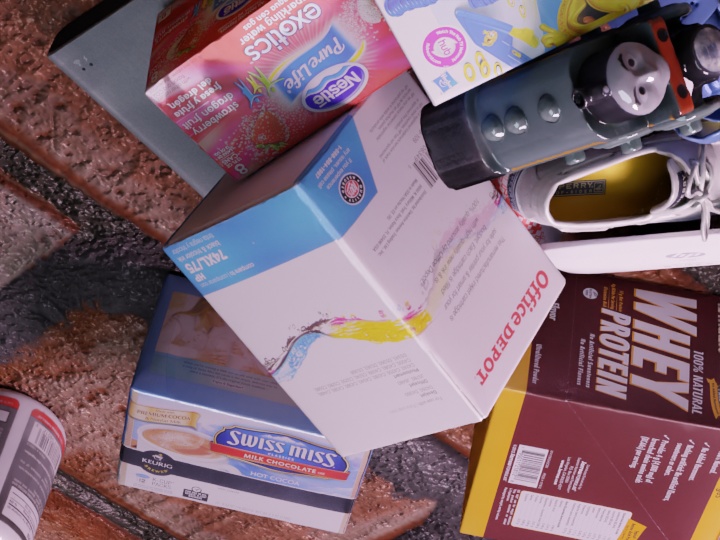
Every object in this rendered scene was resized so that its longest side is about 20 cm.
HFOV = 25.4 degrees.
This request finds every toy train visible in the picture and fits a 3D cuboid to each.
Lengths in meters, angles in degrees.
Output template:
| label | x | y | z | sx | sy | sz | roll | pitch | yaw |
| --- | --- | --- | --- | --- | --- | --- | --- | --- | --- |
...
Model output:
| label | x | y | z | sx | sy | sz | roll | pitch | yaw |
| --- | --- | --- | --- | --- | --- | --- | --- | --- | --- |
| toy train | 0.126 | -0.101 | 0.960 | 0.200 | 0.114 | 0.085 | -12 | 100 | 57 |

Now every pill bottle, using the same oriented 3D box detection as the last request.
| label | x | y | z | sx | sy | sz | roll | pitch | yaw |
| --- | --- | --- | --- | --- | --- | --- | --- | --- | --- |
| pill bottle | -0.347 | 0.214 | 1.442 | 0.116 | 0.200 | 0.116 | 7 | 137 | 6 |

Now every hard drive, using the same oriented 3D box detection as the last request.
| label | x | y | z | sx | sy | sz | roll | pitch | yaw |
| --- | --- | --- | --- | --- | --- | --- | --- | --- | --- |
| hard drive | -0.104 | -0.126 | 1.147 | 0.140 | 0.033 | 0.200 | -26 | 126 | 33 |

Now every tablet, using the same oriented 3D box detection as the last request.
| label | x | y | z | sx | sy | sz | roll | pitch | yaw |
| --- | --- | --- | --- | --- | --- | --- | --- | --- | --- |
| tablet | 0.236 | -0.014 | 1.149 | 0.200 | 0.014 | 0.130 | -5 | 172 | 18 |

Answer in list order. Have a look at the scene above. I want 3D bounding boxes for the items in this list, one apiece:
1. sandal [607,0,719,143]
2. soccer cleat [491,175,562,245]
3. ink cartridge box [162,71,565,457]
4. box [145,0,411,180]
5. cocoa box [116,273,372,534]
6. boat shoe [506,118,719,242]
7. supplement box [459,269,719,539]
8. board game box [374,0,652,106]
| label | x | y | z | sx | sy | sz | roll | pitch | yaw |
| --- | --- | --- | --- | --- | --- | --- | --- | --- | --- |
| sandal | 0.196 | -0.154 | 1.010 | 0.079 | 0.087 | 0.200 | -26 | 124 | 36 |
| soccer cleat | 0.123 | -0.093 | 1.107 | 0.085 | 0.069 | 0.200 | -5 | 130 | 24 |
| ink cartridge box | 0.006 | -0.003 | 1.074 | 0.146 | 0.147 | 0.200 | -22 | 114 | 45 |
| box | -0.032 | -0.161 | 1.018 | 0.200 | 0.100 | 0.095 | -32 | 123 | 23 |
| cocoa box | -0.086 | 0.110 | 1.320 | 0.200 | 0.133 | 0.131 | 14 | 137 | -2 |
| boat shoe | 0.205 | -0.059 | 1.061 | 0.202 | 0.086 | 0.075 | -5 | 109 | -15 |
| supplement box | 0.198 | 0.120 | 1.266 | 0.200 | 0.133 | 0.197 | 11 | 137 | 1 |
| board game box | 0.082 | -0.220 | 0.880 | 0.196 | 0.056 | 0.200 | -25 | 121 | 13 |
